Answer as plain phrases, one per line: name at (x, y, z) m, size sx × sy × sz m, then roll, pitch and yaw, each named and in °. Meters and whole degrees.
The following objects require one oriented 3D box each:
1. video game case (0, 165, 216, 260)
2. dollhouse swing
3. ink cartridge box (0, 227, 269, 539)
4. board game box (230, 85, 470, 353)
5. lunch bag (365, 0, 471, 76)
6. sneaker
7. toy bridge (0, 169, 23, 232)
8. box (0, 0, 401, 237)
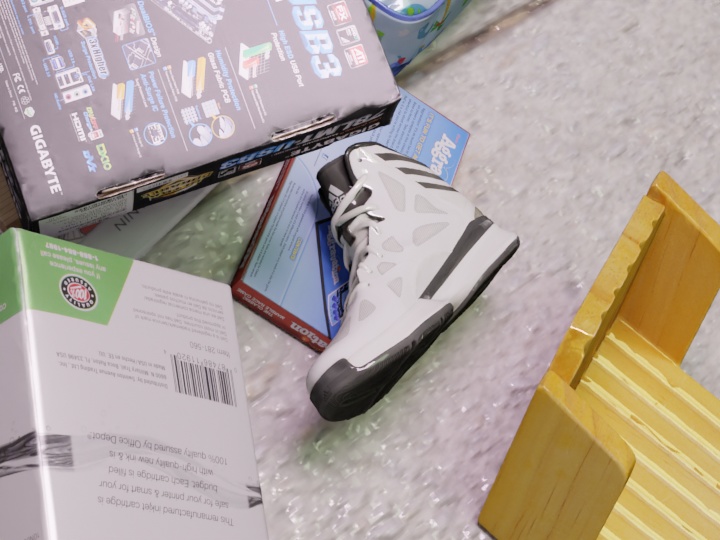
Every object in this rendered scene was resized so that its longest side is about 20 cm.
video game case at (-0.152, -0.111, 1.037) m, size 0.182 × 0.023 × 0.200 m, roll -43°, pitch 91°, yaw 2°
dollhouse swing at (0.193, 0.092, 1.145) m, size 0.175 × 0.182 × 0.200 m, roll 28°, pitch 47°, yaw 9°
ink cartridge box at (-0.125, 0.097, 0.950) m, size 0.145 × 0.084 × 0.202 m, roll 17°, pitch 54°, yaw -44°
board game box at (-0.003, -0.037, 1.177) m, size 0.103 × 0.019 × 0.201 m, roll 32°, pitch 50°, yaw -13°
lunch bag at (0.007, -0.223, 1.241) m, size 0.160 × 0.083 × 0.200 m, roll 37°, pitch 49°, yaw 3°
sneaker at (0.000, 0.000, 1.108) m, size 0.115 × 0.076 × 0.200 m, roll 42°, pitch 40°, yaw 5°
toy bridge at (-0.190, -0.047, 0.993) m, size 0.199 × 0.027 × 0.067 m, roll -36°, pitch 75°, yaw -15°
box at (-0.105, -0.140, 0.984) m, size 0.197 × 0.050 × 0.201 m, roll -19°, pitch 81°, yaw -14°
